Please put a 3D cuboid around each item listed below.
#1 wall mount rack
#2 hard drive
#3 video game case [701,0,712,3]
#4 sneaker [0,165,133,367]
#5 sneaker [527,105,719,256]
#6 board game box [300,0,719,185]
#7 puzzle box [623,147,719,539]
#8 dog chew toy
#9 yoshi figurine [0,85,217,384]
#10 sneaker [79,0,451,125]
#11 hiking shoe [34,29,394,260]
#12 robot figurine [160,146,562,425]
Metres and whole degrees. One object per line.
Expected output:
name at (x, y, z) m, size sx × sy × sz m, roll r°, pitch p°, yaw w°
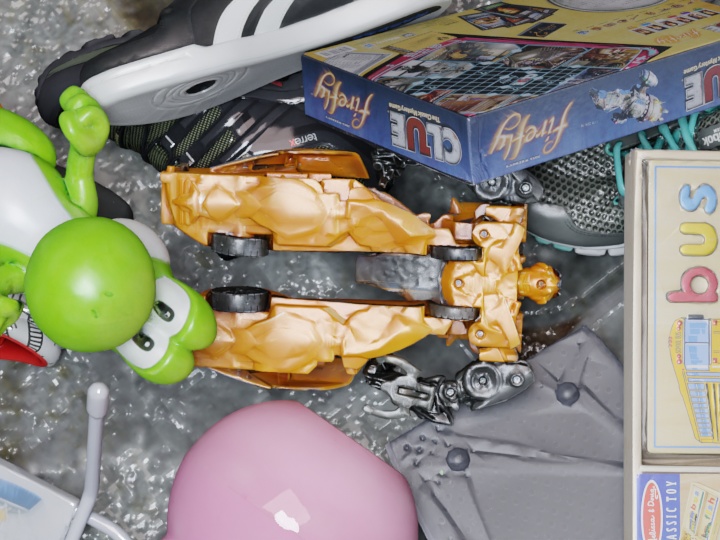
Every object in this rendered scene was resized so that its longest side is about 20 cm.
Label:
wall mount rack at (-0.194, 0.102, 1.120) m, size 0.199 × 0.075 × 0.175 m, roll 25°, pitch 104°, yaw 11°
hard drive at (0.114, 0.143, 1.127) m, size 0.134 × 0.042 × 0.201 m, roll -30°, pitch 73°, yaw -6°
video game case at (0.171, -0.259, 1.255) m, size 0.181 × 0.026 × 0.200 m, roll -41°, pitch 75°, yaw -8°
sneaker at (-0.228, -0.020, 1.187) m, size 0.200 × 0.067 × 0.108 m, roll 21°, pitch 73°, yaw 7°
sneaker at (0.172, -0.062, 1.160) m, size 0.199 × 0.091 × 0.078 m, roll -11°, pitch 72°, yaw 1°
board game box at (0.090, -0.098, 1.122) m, size 0.199 × 0.035 × 0.135 m, roll -18°, pitch 27°, yaw -31°
puzzle box at (0.193, 0.042, 1.099) m, size 0.132 × 0.025 × 0.201 m, roll 0°, pitch 86°, yaw -3°
dog chew toy at (-0.061, 0.164, 1.096) m, size 0.124 × 0.125 × 0.200 m, roll 34°, pitch 85°, yaw 13°
yoshi figurine at (-0.155, -0.021, 1.073) m, size 0.200 × 0.113 × 0.112 m, roll 35°, pitch 38°, yaw 22°
sneaker at (-0.063, -0.150, 1.141) m, size 0.199 × 0.073 × 0.112 m, roll -20°, pitch 81°, yaw -20°
hiking shoe at (-0.078, -0.061, 1.184) m, size 0.199 × 0.076 × 0.101 m, roll 9°, pitch 70°, yaw 5°
robot figurine at (0.000, 0.000, 1.129) m, size 0.199 × 0.058 × 0.146 m, roll 3°, pitch 97°, yaw 3°
